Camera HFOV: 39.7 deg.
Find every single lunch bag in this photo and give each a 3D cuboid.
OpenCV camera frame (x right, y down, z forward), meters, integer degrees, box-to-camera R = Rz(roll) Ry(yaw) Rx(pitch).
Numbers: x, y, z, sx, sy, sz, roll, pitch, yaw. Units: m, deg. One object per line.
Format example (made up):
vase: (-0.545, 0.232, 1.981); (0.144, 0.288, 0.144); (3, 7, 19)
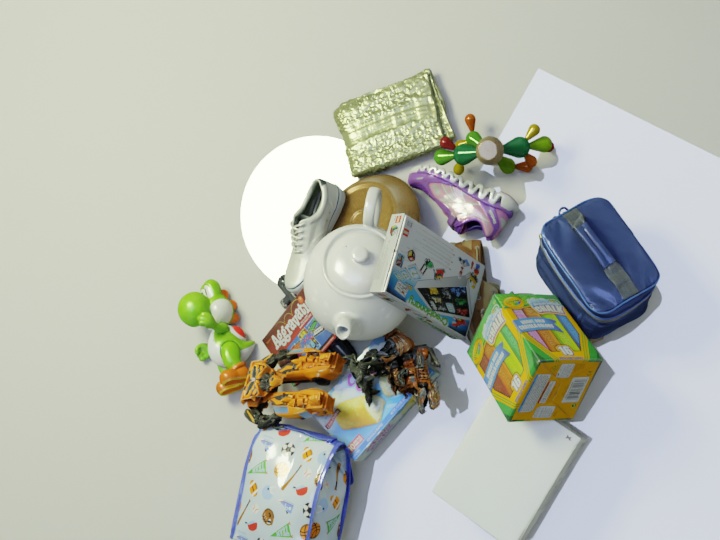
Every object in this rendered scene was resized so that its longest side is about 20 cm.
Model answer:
lunch bag: (0.361, -0.014, 1.539); (0.135, 0.133, 0.201); (-28, 67, -10)
lunch bag: (-0.107, 0.363, 1.649); (0.168, 0.123, 0.203); (8, 89, 32)

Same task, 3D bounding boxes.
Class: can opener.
can opener: (-0.075, 0.081, 1.725); (0.079, 0.063, 0.201); (-42, 72, 21)

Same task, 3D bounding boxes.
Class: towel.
towel: (0.058, -0.254, 1.753); (0.197, 0.036, 0.151); (-20, 76, 13)

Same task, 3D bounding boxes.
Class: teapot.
teapot: (0.000, 0.000, 1.559); (0.196, 0.147, 0.201); (-30, 67, -14)

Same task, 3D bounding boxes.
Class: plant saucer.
plant saucer: (0.007, -0.080, 1.709); (0.198, 0.035, 0.203); (-14, 62, 27)

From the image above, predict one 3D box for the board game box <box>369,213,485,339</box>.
board game box: (0.107, 0.012, 1.538); (0.034, 0.199, 0.128); (0, 66, 48)

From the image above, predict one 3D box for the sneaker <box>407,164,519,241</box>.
sneaker: (0.161, -0.110, 1.671); (0.198, 0.080, 0.090); (24, 88, 19)

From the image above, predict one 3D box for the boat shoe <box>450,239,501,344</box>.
boat shoe: (0.194, 0.042, 1.640); (0.073, 0.076, 0.203); (-16, 77, 11)

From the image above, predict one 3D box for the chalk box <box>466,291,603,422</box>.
chalk box: (0.253, 0.116, 1.526); (0.201, 0.122, 0.126); (60, 140, 47)

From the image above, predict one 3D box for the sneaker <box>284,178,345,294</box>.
sneaker: (-0.094, -0.062, 1.701); (0.072, 0.070, 0.203); (10, 77, 45)

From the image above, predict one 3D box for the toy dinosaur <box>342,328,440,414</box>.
toy dinosaur: (0.051, 0.148, 1.604); (0.135, 0.103, 0.201); (-30, 43, -4)

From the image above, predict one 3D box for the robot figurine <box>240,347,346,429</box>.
robot figurine: (-0.120, 0.189, 1.657); (0.198, 0.058, 0.147); (-8, 56, 35)

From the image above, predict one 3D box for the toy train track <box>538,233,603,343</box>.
toy train track: (0.338, 0.029, 1.613); (0.113, 0.033, 0.202); (-19, 66, -5)

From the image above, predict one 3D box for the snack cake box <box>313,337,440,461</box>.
snack cake box: (0.025, 0.206, 1.671); (0.115, 0.067, 0.201); (42, 95, 19)

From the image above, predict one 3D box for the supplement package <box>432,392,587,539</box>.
supplement package: (0.235, 0.304, 1.563); (0.155, 0.111, 0.202); (32, 91, 20)

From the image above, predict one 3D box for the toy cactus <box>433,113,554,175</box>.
toy cactus: (0.216, -0.203, 1.624); (0.197, 0.165, 0.104); (5, 97, 10)

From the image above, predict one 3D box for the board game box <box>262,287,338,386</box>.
board game box: (-0.092, 0.102, 1.693); (0.103, 0.019, 0.200); (53, 132, 16)

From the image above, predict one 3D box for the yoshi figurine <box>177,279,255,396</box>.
yoshi figurine: (-0.266, 0.116, 1.762); (0.111, 0.112, 0.203); (-26, 71, 19)
